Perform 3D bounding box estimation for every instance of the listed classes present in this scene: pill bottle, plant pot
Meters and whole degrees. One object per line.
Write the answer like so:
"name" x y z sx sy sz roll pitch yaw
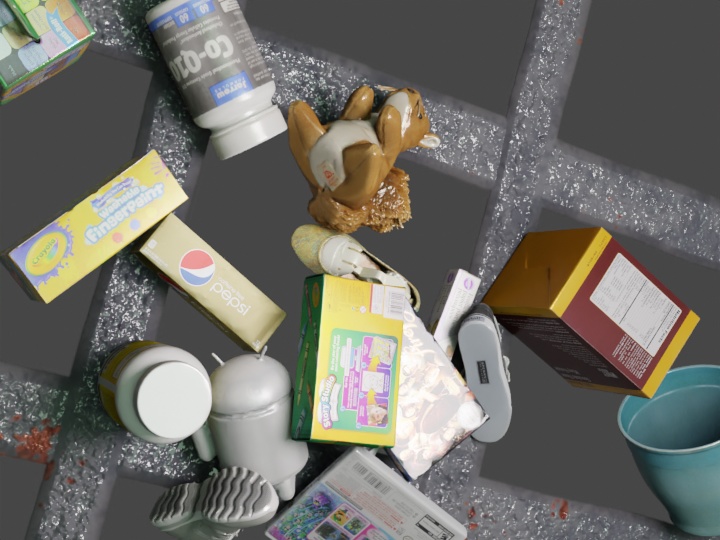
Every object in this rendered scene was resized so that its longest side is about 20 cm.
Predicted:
"pill bottle" -0.175 -0.247 1.412 0.113 0.114 0.201 -29 100 -19
"pill bottle" -0.240 0.143 1.337 0.112 0.200 0.113 0 90 -22
"plant pot" 0.493 0.271 1.649 0.199 0.200 0.189 -31 116 -19

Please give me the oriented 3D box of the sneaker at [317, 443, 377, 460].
"sneaker" -0.001 0.157 1.501 0.114 0.075 0.201 35 77 -18

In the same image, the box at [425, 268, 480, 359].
"box" 0.109 0.096 1.565 0.039 0.041 0.201 25 82 -20

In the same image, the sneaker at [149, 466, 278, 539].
"sneaker" -0.165 0.294 1.387 0.082 0.199 0.075 47 48 -28

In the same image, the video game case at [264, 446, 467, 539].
"video game case" 0.006 0.339 1.480 0.200 0.024 0.182 40 110 -16

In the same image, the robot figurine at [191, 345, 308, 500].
"robot figurine" -0.131 0.190 1.417 0.168 0.113 0.201 -11 108 -3

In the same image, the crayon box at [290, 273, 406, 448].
"crayon box" -0.014 0.112 1.389 0.118 0.058 0.202 10 79 -28

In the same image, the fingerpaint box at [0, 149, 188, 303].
"fingerpaint box" -0.315 -0.049 1.326 0.200 0.167 0.074 -39 103 -18

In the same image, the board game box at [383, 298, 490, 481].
"board game box" 0.057 0.151 1.466 0.135 0.035 0.201 -37 94 -17

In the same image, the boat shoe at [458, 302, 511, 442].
"boat shoe" 0.171 0.141 1.572 0.073 0.068 0.201 -6 115 18

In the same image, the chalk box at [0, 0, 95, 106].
"chalk box" -0.387 -0.278 1.279 0.124 0.200 0.125 -36 103 -18

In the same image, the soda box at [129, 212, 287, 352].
"soda box" -0.190 0.017 1.429 0.200 0.068 0.064 42 75 -17

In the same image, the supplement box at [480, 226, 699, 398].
"supplement box" 0.311 0.057 1.562 0.200 0.197 0.133 40 76 -16

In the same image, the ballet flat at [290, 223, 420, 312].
"ballet flat" 0.000 0.000 1.507 0.199 0.071 0.071 36 77 -18

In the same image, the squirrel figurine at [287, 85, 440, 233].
"squirrel figurine" 0.014 -0.148 1.490 0.186 0.141 0.201 -36 141 -42
